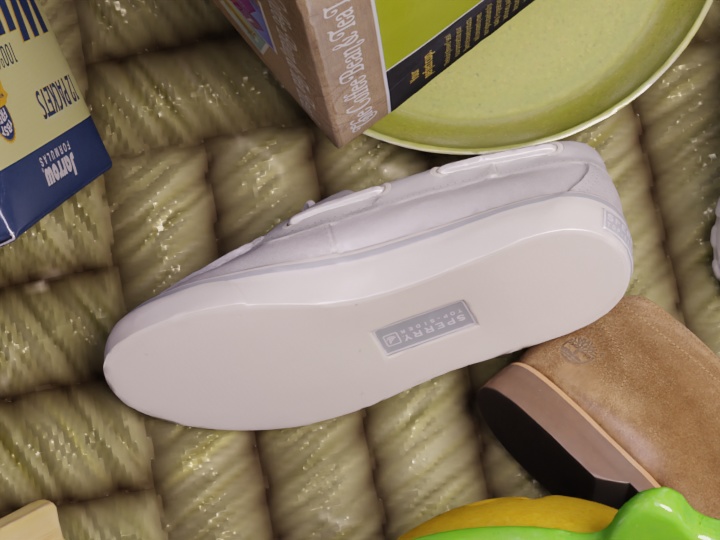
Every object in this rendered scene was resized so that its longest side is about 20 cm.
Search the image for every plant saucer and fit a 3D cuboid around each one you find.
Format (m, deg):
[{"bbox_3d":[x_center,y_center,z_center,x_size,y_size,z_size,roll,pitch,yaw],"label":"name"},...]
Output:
[{"bbox_3d":[0.043,-0.138,0.848,0.200,0.031,0.200,-1,78,3],"label":"plant saucer"}]

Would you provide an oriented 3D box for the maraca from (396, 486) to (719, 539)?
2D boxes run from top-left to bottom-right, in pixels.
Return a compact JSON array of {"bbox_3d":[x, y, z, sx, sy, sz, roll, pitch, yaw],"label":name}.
[{"bbox_3d":[0.074,0.127,0.725,0.137,0.200,0.107,42,44,-26],"label":"maraca"}]

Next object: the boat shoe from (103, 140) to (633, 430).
[{"bbox_3d":[0.000,0.000,0.804,0.200,0.072,0.069,-21,40,17],"label":"boat shoe"}]

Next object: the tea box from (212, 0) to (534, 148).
[{"bbox_3d":[0.022,-0.169,0.738,0.197,0.200,0.134,-39,79,-5],"label":"tea box"}]

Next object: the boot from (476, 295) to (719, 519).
[{"bbox_3d":[0.138,0.089,0.779,0.075,0.074,0.200,-41,78,-18],"label":"boot"}]

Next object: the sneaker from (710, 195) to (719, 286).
[{"bbox_3d":[0.176,-0.081,0.804,0.074,0.079,0.200,8,78,7],"label":"sneaker"}]

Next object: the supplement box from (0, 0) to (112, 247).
[{"bbox_3d":[-0.226,-0.079,0.750,0.200,0.134,0.200,-21,99,12],"label":"supplement box"}]

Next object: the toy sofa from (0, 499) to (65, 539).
[{"bbox_3d":[-0.065,0.149,0.720,0.200,0.083,0.098,7,115,41],"label":"toy sofa"}]
